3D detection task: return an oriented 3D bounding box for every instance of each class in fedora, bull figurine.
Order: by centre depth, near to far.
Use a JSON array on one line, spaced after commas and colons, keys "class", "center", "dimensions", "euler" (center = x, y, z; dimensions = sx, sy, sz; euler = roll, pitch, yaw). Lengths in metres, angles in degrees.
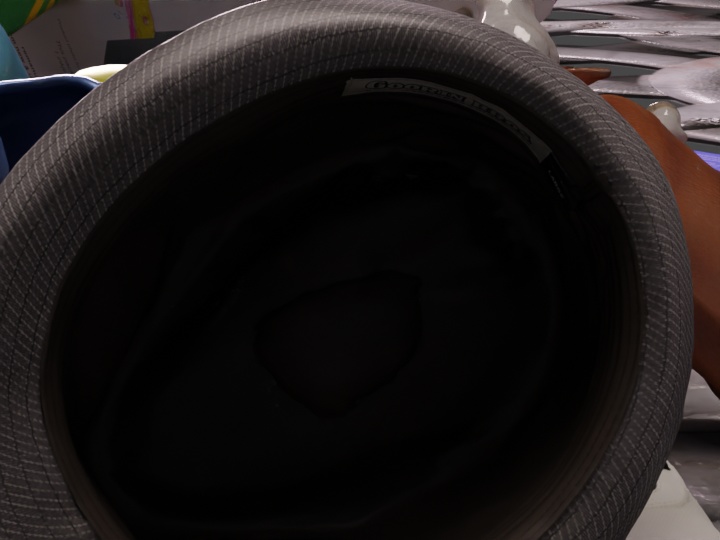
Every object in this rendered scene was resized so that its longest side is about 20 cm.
[{"class": "fedora", "center": [-0.013, 0.024, 0.764], "dimensions": [0.200, 0.177, 0.090], "euler": [-41, 2, -9]}, {"class": "bull figurine", "center": [0.106, -0.019, 1.040], "dimensions": [0.065, 0.200, 0.121], "euler": [-43, -2, 18]}]

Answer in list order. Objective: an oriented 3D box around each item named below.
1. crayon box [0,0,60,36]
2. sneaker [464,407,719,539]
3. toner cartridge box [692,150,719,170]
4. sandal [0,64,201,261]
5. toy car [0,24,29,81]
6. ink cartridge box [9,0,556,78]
[{"class": "crayon box", "center": [-0.163, -0.136, 1.240], "dimensions": [0.200, 0.051, 0.127], "euler": [-39, 24, -33]}, {"class": "sneaker", "center": [0.051, 0.059, 0.823], "dimensions": [0.073, 0.081, 0.200], "euler": [-2, 13, -22]}, {"class": "toner cartridge box", "center": [0.169, -0.022, 1.329], "dimensions": [0.199, 0.043, 0.095], "euler": [11, 14, 42]}, {"class": "sandal", "center": [-0.145, -0.008, 0.810], "dimensions": [0.199, 0.080, 0.087], "euler": [-28, -17, 18]}, {"class": "toy car", "center": [-0.191, 0.014, 0.947], "dimensions": [0.177, 0.185, 0.200], "euler": [36, 73, 32]}, {"class": "ink cartridge box", "center": [-0.038, -0.113, 1.237], "dimensions": [0.145, 0.088, 0.199], "euler": [-39, 27, -30]}]
